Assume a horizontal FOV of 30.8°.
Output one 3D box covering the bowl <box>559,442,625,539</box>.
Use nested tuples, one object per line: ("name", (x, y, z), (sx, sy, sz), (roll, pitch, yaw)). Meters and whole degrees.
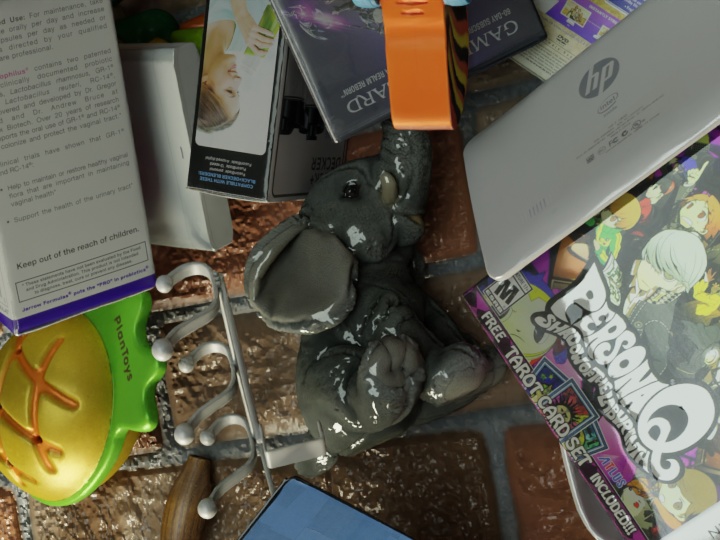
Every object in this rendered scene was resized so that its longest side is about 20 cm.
("bowl", (0.210, 0.052, 0.741), (0.197, 0.074, 0.203), (-8, 92, 25))

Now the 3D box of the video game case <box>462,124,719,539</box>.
("video game case", (0.179, 0.041, 0.695), (0.181, 0.036, 0.201), (-38, 78, 22))

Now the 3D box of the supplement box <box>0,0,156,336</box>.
("supplement box", (-0.205, -0.081, 0.813), (0.101, 0.102, 0.203), (26, 129, 51))

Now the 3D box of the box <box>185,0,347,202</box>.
("box", (-0.048, -0.147, 0.822), (0.059, 0.116, 0.203), (11, 98, 21))

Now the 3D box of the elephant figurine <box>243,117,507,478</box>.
("elephant figurine", (0.000, 0.000, 0.816), (0.153, 0.142, 0.202), (-21, 78, -13))

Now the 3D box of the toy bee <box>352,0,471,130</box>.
("toy bee", (0.041, -0.183, 0.698), (0.129, 0.109, 0.202), (19, 130, 4))

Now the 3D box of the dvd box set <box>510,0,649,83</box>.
("dvd box set", (0.154, -0.202, 0.767), (0.146, 0.029, 0.202), (36, 109, 19))

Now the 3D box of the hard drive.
("hard drive", (-0.175, -0.086, 0.890), (0.198, 0.026, 0.134), (7, 115, 38))

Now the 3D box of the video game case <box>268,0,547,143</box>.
("video game case", (0.006, -0.196, 0.748), (0.141, 0.019, 0.202), (-26, 102, -5))

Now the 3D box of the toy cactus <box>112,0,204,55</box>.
("toy cactus", (-0.169, -0.192, 0.894), (0.200, 0.102, 0.165), (45, 121, 7))

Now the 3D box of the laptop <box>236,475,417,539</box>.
("laptop", (-0.005, 0.250, 0.724), (0.199, 0.116, 0.188), (40, 97, 19))

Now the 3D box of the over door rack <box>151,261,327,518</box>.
("over door rack", (-0.075, 0.106, 0.803), (0.200, 0.066, 0.149), (50, 156, 49))

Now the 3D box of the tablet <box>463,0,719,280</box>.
("tablet", (0.138, -0.090, 0.715), (0.199, 0.131, 0.014), (-37, 123, 24))

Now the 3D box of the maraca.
("maraca", (-0.195, 0.083, 0.904), (0.199, 0.106, 0.139), (-36, 65, 38))

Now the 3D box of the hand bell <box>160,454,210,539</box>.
("hand bell", (-0.136, 0.232, 0.925), (0.103, 0.104, 0.203), (14, 88, 23))
